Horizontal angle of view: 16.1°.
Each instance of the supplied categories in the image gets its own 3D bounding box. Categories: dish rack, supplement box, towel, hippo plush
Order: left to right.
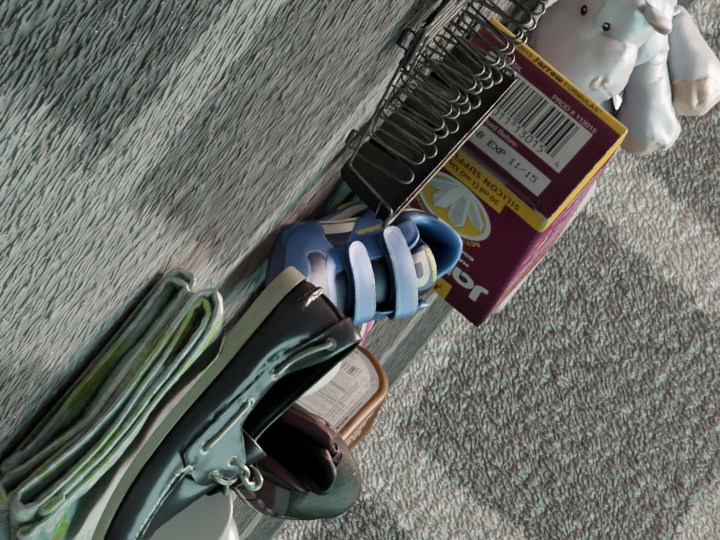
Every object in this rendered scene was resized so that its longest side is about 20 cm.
[{"bbox_3d":[-0.140,0.093,1.422,0.171,0.048,0.200,-50,174,-16],"label":"towel"},{"bbox_3d":[0.062,-0.131,1.595,0.153,0.055,0.200,-49,173,-34],"label":"dish rack"},{"bbox_3d":[0.089,-0.067,1.833,0.103,0.131,0.200,-48,172,-25],"label":"supplement box"},{"bbox_3d":[0.209,-0.177,1.948,0.200,0.159,0.161,-52,175,5],"label":"hippo plush"}]

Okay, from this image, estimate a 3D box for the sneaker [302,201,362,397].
[{"bbox_3d":[-0.026,0.006,1.760,0.200,0.075,0.089,-54,166,-49],"label":"sneaker"}]

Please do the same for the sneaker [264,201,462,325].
[{"bbox_3d":[0.000,0.000,1.652,0.200,0.082,0.074,-38,130,-59],"label":"sneaker"}]

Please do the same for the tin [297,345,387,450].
[{"bbox_3d":[-0.052,0.090,1.797,0.042,0.112,0.200,-66,169,28],"label":"tin"}]

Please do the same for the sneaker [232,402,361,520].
[{"bbox_3d":[-0.041,0.127,1.634,0.076,0.115,0.200,-56,135,-5],"label":"sneaker"}]

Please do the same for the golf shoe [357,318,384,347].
[{"bbox_3d":[-0.034,0.063,1.992,0.092,0.073,0.200,-35,153,-51],"label":"golf shoe"}]

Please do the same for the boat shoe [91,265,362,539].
[{"bbox_3d":[-0.075,0.093,1.407,0.200,0.063,0.073,-53,175,-8],"label":"boat shoe"}]

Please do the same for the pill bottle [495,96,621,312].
[{"bbox_3d":[0.127,-0.074,2.087,0.200,0.114,0.114,-51,174,-10],"label":"pill bottle"}]

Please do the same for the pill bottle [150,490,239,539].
[{"bbox_3d":[-0.139,0.193,1.689,0.114,0.114,0.200,-49,169,-27],"label":"pill bottle"}]
